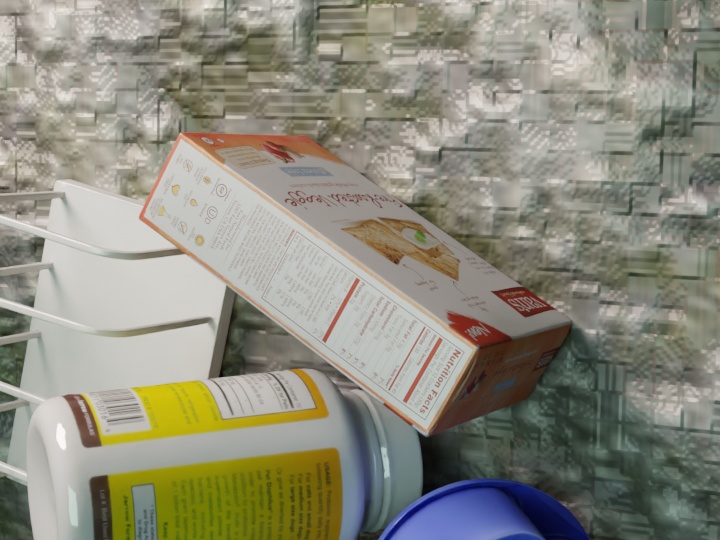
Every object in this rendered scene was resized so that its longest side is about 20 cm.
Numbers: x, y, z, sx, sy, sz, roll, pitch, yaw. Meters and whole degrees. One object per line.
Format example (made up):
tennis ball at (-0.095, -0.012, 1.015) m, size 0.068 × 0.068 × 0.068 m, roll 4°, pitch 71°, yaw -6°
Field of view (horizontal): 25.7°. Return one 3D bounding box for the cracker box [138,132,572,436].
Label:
cracker box at (0.000, 0.000, 0.838) m, size 0.200 × 0.134 × 0.058 m, roll 36°, pitch 109°, yaw 20°

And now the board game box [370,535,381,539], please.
board game box at (0.017, 0.259, 0.905) m, size 0.134 × 0.034 × 0.200 m, roll -26°, pitch 82°, yaw 26°

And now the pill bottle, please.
pill bottle at (-0.072, 0.112, 0.846) m, size 0.109 × 0.199 × 0.110 m, roll 175°, pitch 90°, yaw -69°

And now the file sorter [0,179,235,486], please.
file sorter at (-0.174, 0.060, 0.940) m, size 0.138 × 0.124 × 0.201 m, roll 17°, pitch 101°, yaw 25°

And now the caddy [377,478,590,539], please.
caddy at (0.052, 0.206, 0.815) m, size 0.141 × 0.105 × 0.200 m, roll 38°, pitch 85°, yaw -18°
